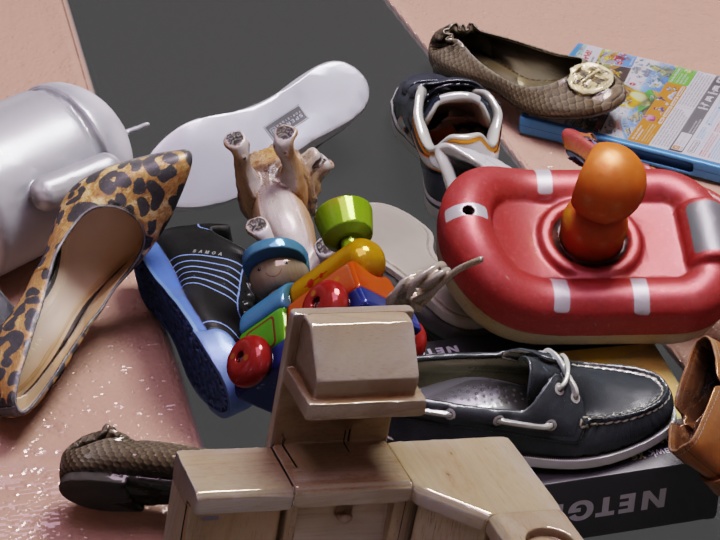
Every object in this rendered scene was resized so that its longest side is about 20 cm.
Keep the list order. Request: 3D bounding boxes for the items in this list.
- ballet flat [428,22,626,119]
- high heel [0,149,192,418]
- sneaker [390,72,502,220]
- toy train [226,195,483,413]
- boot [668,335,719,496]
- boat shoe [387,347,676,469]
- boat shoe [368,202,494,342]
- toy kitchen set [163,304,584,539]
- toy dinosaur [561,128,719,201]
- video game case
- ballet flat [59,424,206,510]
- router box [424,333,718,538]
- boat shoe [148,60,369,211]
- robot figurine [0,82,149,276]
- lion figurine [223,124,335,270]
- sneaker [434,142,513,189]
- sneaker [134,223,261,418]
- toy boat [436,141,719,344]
[{"bbox_3d":[0.131,-0.167,1.750,0.067,0.046,0.200,-31,36,-32],"label":"ballet flat"},{"bbox_3d":[-0.176,0.011,1.417,0.200,0.071,0.143,-40,32,9],"label":"high heel"},{"bbox_3d":[0.070,-0.119,1.677,0.078,0.080,0.200,-5,33,-9],"label":"sneaker"},{"bbox_3d":[0.000,0.000,1.343,0.085,0.200,0.116,26,42,-37],"label":"toy train"},{"bbox_3d":[0.266,0.085,1.330,0.155,0.074,0.200,34,36,-12],"label":"boot"},{"bbox_3d":[0.099,0.079,1.305,0.200,0.060,0.076,-7,36,-13],"label":"boat shoe"},{"bbox_3d":[0.037,0.014,1.506,0.067,0.057,0.200,-9,29,-25],"label":"boat shoe"},{"bbox_3d":[0.021,0.132,1.124,0.200,0.163,0.180,-1,28,-22],"label":"toy kitchen set"},{"bbox_3d":[0.222,-0.052,1.534,0.105,0.200,0.182,-18,68,-51],"label":"toy dinosaur"},{"bbox_3d":[0.247,-0.127,1.751,0.200,0.018,0.143,16,37,19],"label":"video game case"},{"bbox_3d":[-0.085,0.123,1.309,0.200,0.067,0.046,3,58,11],"label":"ballet flat"},{"bbox_3d":[0.109,0.104,1.371,0.200,0.052,0.157,-7,35,-14],"label":"router box"},{"bbox_3d":[-0.081,-0.096,1.653,0.200,0.057,0.069,-28,84,-22],"label":"boat shoe"},{"bbox_3d":[-0.245,-0.066,1.547,0.169,0.113,0.200,9,29,44],"label":"robot figurine"},{"bbox_3d":[-0.049,-0.025,1.529,0.072,0.123,0.200,-11,51,2],"label":"lion figurine"},{"bbox_3d":[0.108,-0.021,1.502,0.075,0.088,0.200,-46,43,7],"label":"sneaker"},{"bbox_3d":[-0.094,0.024,1.461,0.078,0.070,0.200,-17,37,-15],"label":"sneaker"},{"bbox_3d":[0.150,-0.031,1.392,0.200,0.131,0.131,-1,51,-7],"label":"toy boat"}]
